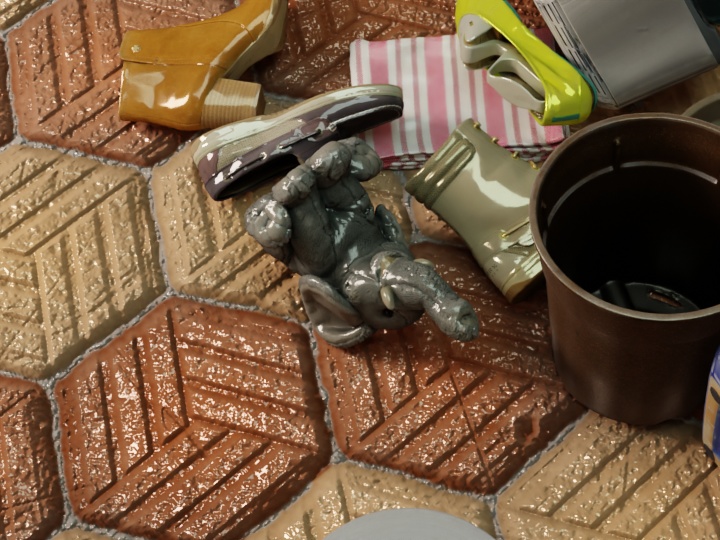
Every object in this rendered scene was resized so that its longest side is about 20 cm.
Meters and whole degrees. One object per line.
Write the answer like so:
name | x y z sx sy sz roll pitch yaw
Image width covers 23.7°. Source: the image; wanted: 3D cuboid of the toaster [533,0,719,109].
toaster | 0.234 -0.243 1.549 0.129 0.200 0.114 -30 25 11

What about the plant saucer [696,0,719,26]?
plant saucer | 0.296 -0.301 1.583 0.027 0.200 0.200 -38 65 -8

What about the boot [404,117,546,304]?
boot | 0.154 -0.086 1.516 0.200 0.073 0.155 -41 77 -15

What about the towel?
towel | 0.090 -0.164 1.598 0.199 0.030 0.147 -4 58 -1

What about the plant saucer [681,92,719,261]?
plant saucer | 0.355 -0.067 1.516 0.199 0.029 0.201 4 67 -10

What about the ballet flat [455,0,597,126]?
ballet flat | 0.131 -0.194 1.550 0.067 0.067 0.200 -24 51 -25

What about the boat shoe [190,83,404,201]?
boat shoe | -0.052 -0.113 1.546 0.199 0.072 0.065 -17 75 -1

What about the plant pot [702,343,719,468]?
plant pot | 0.380 0.121 1.334 0.179 0.200 0.200 -29 63 -8

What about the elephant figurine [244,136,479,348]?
elephant figurine | 0.000 0.000 1.451 0.141 0.155 0.200 -39 91 16

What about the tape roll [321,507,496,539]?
tape roll | 0.037 0.286 1.307 0.199 0.066 0.201 -1 59 1

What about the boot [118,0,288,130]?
boot | -0.148 -0.220 1.610 0.143 0.071 0.202 8 60 8

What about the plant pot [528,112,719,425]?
plant pot | 0.233 0.013 1.386 0.199 0.199 0.201 -2 53 2
